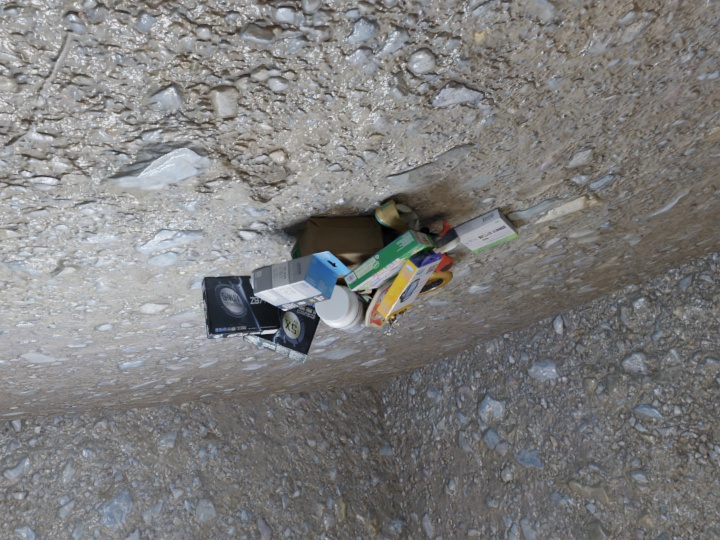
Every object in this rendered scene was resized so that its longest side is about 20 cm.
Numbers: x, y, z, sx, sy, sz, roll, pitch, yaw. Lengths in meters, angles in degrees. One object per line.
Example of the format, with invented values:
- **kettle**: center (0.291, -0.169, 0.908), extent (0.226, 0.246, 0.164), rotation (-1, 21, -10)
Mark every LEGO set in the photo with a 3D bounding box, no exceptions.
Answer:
- **LEGO set**: center (0.058, 0.092, 1.558), extent (0.199, 0.116, 0.155), rotation (32, 111, -9)

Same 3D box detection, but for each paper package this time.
- **paper package**: center (-0.064, -0.046, 1.314), extent (0.188, 0.105, 0.200), rotation (-3, 158, -24)

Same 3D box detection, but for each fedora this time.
- **fedora**: center (0.197, 0.018, 1.685), extent (0.198, 0.083, 0.201), rotation (-12, 160, -5)

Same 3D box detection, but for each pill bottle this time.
- **pill bottle**: center (-0.049, 0.103, 1.420), extent (0.112, 0.115, 0.200), rotation (-17, 164, 11)

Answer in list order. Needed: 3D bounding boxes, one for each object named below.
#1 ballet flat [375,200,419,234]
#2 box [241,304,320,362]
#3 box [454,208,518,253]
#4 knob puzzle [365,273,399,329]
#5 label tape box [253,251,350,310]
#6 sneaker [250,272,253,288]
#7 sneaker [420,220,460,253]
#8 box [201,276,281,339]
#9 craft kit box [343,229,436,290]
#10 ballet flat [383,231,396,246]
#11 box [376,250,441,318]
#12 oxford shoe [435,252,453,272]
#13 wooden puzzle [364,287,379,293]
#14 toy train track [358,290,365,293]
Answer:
- **ballet flat**: center (0.110, -0.122, 1.285), extent (0.063, 0.069, 0.199), rotation (-39, 153, 20)
- **box**: center (-0.229, 0.155, 1.541), extent (0.198, 0.165, 0.086), rotation (22, 153, -4)
- **box**: center (0.368, -0.111, 1.525), extent (0.143, 0.037, 0.199), rotation (-23, 157, 25)
- **knob puzzle**: center (0.086, 0.083, 1.434), extent (0.219, 0.030, 0.221), rotation (-39, 154, -23)
- **label tape box**: center (-0.133, 0.028, 1.235), extent (0.197, 0.067, 0.143), rotation (-13, 156, 19)
- **sneaker**: center (-0.204, 0.023, 1.451), extent (0.197, 0.073, 0.072), rotation (-12, 159, -9)
- **sneaker**: center (0.163, -0.066, 1.392), extent (0.198, 0.085, 0.075), rotation (-29, -178, 15)
- **box**: center (-0.329, 0.099, 1.441), extent (0.198, 0.162, 0.043), rotation (-1, 158, -29)
- **craft kit box**: center (0.077, -0.023, 1.282), extent (0.199, 0.049, 0.197), rotation (-35, 172, 18)
- **ballet flat**: center (0.063, -0.058, 1.449), extent (0.063, 0.068, 0.200), rotation (13, 160, 6)
- **box**: center (0.128, 0.026, 1.323), extent (0.118, 0.041, 0.201), rotation (-19, 144, -50)
- **oxford shoe**: center (0.186, -0.064, 1.483), extent (0.071, 0.073, 0.200), rotation (-41, 132, 11)
- **wooden puzzle**: center (0.055, 0.068, 1.679), extent (0.184, 0.037, 0.200), rotation (32, 144, -8)
- **toy train track**: center (0.000, 0.000, 1.491), extent (0.032, 0.116, 0.199), rotation (-25, 179, 43)
